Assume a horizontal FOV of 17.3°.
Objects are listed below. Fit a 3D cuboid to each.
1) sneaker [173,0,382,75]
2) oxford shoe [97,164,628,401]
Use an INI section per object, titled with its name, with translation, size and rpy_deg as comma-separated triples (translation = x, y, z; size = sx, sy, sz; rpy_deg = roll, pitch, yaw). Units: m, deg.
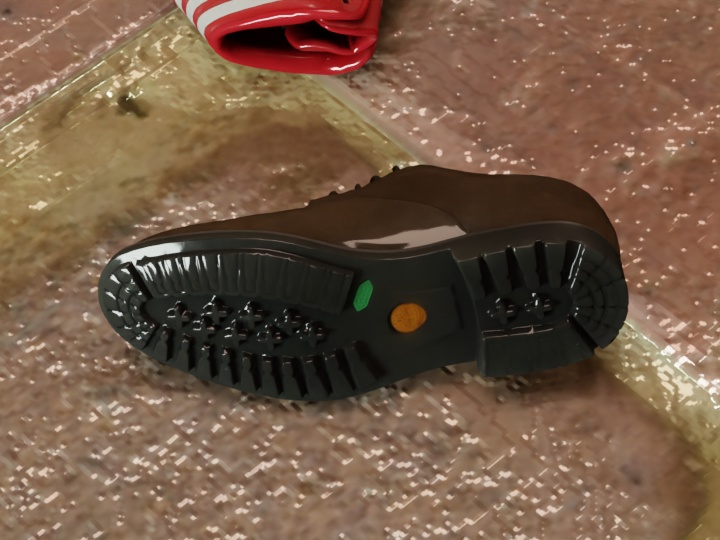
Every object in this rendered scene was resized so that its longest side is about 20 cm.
[sneaker]
translation = 0.012, -0.147, 1.025
size = 0.199, 0.078, 0.116
rpy_deg = -27, 61, -1
[oxford shoe]
translation = 0.000, 0.000, 0.906
size = 0.199, 0.073, 0.085
rpy_deg = -1, 34, 2
